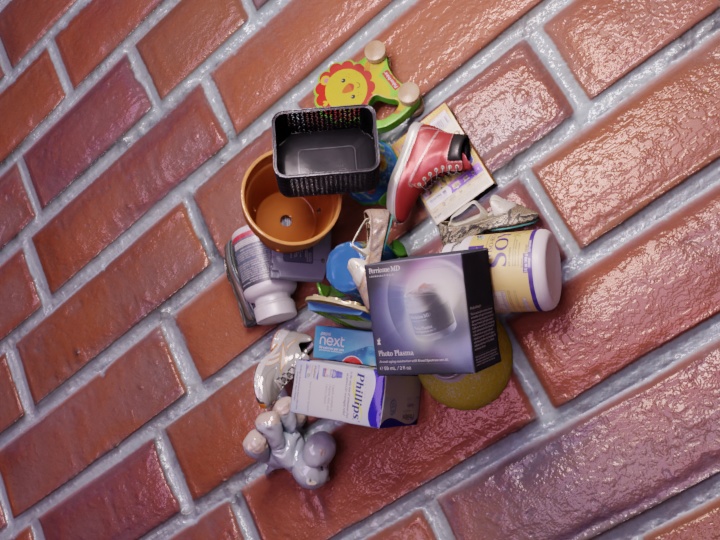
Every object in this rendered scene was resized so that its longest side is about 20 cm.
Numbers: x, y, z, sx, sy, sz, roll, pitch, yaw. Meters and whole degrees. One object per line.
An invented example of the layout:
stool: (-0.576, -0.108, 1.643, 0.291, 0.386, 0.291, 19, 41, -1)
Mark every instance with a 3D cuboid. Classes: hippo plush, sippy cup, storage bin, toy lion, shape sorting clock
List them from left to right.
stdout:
hippo plush: (-0.140, 0.377, 1.607, 0.159, 0.159, 0.203, 28, 97, 28)
storage bin: (-0.064, -0.224, 1.490, 0.196, 0.094, 0.138, -4, 72, -2)
shape sorting clock: (-0.013, 0.082, 1.551, 0.197, 0.200, 0.040, 6, 75, 28)
sippy cup: (0.000, -0.212, 1.614, 0.175, 0.130, 0.143, 12, 90, 27)
sippy cup: (0.000, 0.000, 1.583, 0.139, 0.130, 0.180, 32, 99, 26)
toy lion: (0.006, -0.362, 1.637, 0.191, 0.069, 0.201, -37, 69, 2)

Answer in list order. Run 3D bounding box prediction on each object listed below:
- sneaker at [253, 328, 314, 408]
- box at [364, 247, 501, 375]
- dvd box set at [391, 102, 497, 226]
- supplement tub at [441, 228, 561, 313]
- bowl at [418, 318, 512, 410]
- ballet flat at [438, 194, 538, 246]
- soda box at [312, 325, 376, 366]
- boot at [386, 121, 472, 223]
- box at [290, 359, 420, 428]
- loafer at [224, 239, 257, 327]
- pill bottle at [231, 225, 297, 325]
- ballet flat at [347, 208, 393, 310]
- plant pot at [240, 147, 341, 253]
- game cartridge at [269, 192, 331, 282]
sneaker: (-0.154, 0.200, 1.638, 0.090, 0.077, 0.202, 2, 45, 20)
box: (0.124, 0.073, 1.378, 0.197, 0.122, 0.203, -7, 90, 34)
dvd box set: (0.165, -0.211, 1.582, 0.146, 0.029, 0.202, -36, 70, 21)
supplement tub: (0.257, 0.005, 1.446, 0.197, 0.145, 0.149, -5, 82, 27)
bowl: (0.180, 0.163, 1.491, 0.197, 0.107, 0.205, -3, 83, 27)
ballet flat: (0.237, -0.100, 1.507, 0.197, 0.068, 0.076, -18, 102, 27)
soda box: (0.004, 0.156, 1.610, 0.197, 0.064, 0.069, 4, 86, 29)
boot: (0.138, -0.178, 1.539, 0.142, 0.072, 0.204, 20, 93, 28)
box: (-0.006, 0.238, 1.538, 0.197, 0.183, 0.107, 5, 85, 27)
loafer: (-0.270, 0.031, 1.767, 0.062, 0.071, 0.203, -31, 73, 28)
pill bottle: (-0.202, 0.008, 1.703, 0.118, 0.119, 0.204, -21, 75, 24)
ballet flat: (0.012, -0.024, 1.473, 0.066, 0.068, 0.203, 14, 65, -7)
plant pot: (-0.144, -0.124, 1.583, 0.196, 0.140, 0.204, 3, 72, -10)
game cartridge: (-0.127, -0.075, 1.670, 0.041, 0.131, 0.204, 141, 132, -62)
